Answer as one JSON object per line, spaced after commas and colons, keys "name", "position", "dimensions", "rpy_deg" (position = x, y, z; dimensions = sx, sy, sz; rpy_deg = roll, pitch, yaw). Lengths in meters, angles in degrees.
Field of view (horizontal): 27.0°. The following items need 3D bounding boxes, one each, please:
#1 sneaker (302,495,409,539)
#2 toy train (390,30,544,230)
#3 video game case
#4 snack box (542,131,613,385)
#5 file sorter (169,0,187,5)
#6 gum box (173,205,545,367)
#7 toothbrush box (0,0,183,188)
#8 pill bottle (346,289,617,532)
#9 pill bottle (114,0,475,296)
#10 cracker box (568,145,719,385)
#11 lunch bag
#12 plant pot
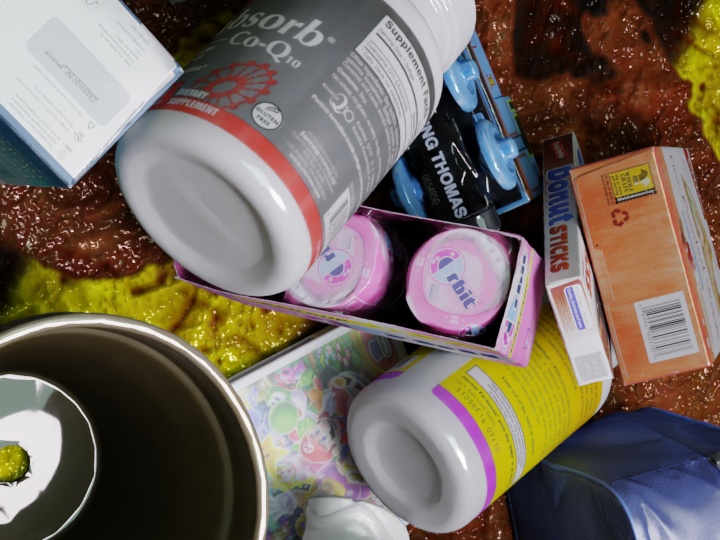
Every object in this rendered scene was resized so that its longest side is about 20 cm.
{"name": "sneaker", "position": [0.028, 0.214, 0.952], "dimensions": [0.200, 0.070, 0.080], "rpy_deg": [35, 59, -35]}
{"name": "toy train", "position": [0.044, -0.113, 0.940], "dimensions": [0.087, 0.114, 0.200], "rpy_deg": [-22, 93, 19]}
{"name": "video game case", "position": [-0.042, 0.126, 0.961], "dimensions": [0.200, 0.018, 0.143], "rpy_deg": [-27, 104, -22]}
{"name": "snack box", "position": [0.134, -0.013, 0.938], "dimensions": [0.024, 0.200, 0.072], "rpy_deg": [-15, 116, 15]}
{"name": "file sorter", "position": [-0.032, -0.260, 0.880], "dimensions": [0.200, 0.139, 0.125], "rpy_deg": [-31, 103, -21]}
{"name": "gum box", "position": [0.000, 0.000, 0.873], "dimensions": [0.200, 0.113, 0.066], "rpy_deg": [12, 85, 16]}
{"name": "toothbrush box", "position": [-0.195, -0.123, 0.773], "dimensions": [0.085, 0.200, 0.146], "rpy_deg": [-47, 112, -14]}
{"name": "pill bottle", "position": [0.092, 0.074, 0.964], "dimensions": [0.200, 0.104, 0.104], "rpy_deg": [-33, 107, -36]}
{"name": "pill bottle", "position": [-0.028, -0.091, 0.793], "dimensions": [0.116, 0.116, 0.200], "rpy_deg": [51, 55, -19]}
{"name": "cracker box", "position": [0.192, -0.009, 0.967], "dimensions": [0.058, 0.200, 0.134], "rpy_deg": [-15, 90, 18]}
{"name": "lunch bag", "position": [0.199, 0.168, 0.977], "dimensions": [0.132, 0.200, 0.136], "rpy_deg": [-16, 103, -21]}
{"name": "plant pot", "position": [-0.173, 0.116, 0.811], "dimensions": [0.200, 0.173, 0.200], "rpy_deg": [-2, 94, -26]}
